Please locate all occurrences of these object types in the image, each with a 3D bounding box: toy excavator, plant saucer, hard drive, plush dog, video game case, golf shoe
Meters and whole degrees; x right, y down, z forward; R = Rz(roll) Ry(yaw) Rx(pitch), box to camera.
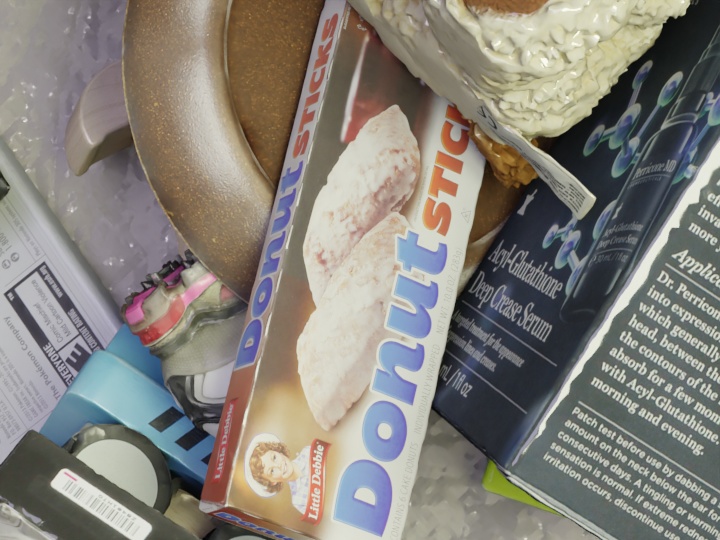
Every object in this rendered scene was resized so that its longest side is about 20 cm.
[{"bbox_3d":[-0.072,0.038,1.128,0.194,0.100,0.200,35,64,-3],"label":"toy excavator"},{"bbox_3d":[0.006,-0.072,1.057,0.199,0.032,0.201,6,78,-29],"label":"plant saucer"},{"bbox_3d":[-0.089,0.154,1.063,0.139,0.200,0.038,33,58,7],"label":"hard drive"},{"bbox_3d":[0.083,-0.131,0.975,0.172,0.161,0.200,-43,43,-7],"label":"plush dog"},{"bbox_3d":[-0.211,0.018,1.205,0.182,0.022,0.200,-38,76,8],"label":"video game case"},{"bbox_3d":[0.000,0.000,1.098,0.200,0.073,0.092,-36,97,-30],"label":"golf shoe"}]

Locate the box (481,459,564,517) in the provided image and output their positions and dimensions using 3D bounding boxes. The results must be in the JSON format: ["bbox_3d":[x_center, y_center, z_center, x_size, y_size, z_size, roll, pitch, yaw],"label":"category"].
[{"bbox_3d":[0.136,0.010,1.099,0.121,0.048,0.201,17,88,14],"label":"box"}]

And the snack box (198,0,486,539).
[{"bbox_3d":[0.000,0.002,1.005,0.072,0.024,0.201,22,70,-25],"label":"snack box"}]

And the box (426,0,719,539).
[{"bbox_3d":[0.125,-0.002,0.987,0.107,0.148,0.201,32,91,-15],"label":"box"}]

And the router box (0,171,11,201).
[{"bbox_3d":[-0.263,-0.047,1.121,0.149,0.200,0.051,-45,35,5],"label":"router box"}]
